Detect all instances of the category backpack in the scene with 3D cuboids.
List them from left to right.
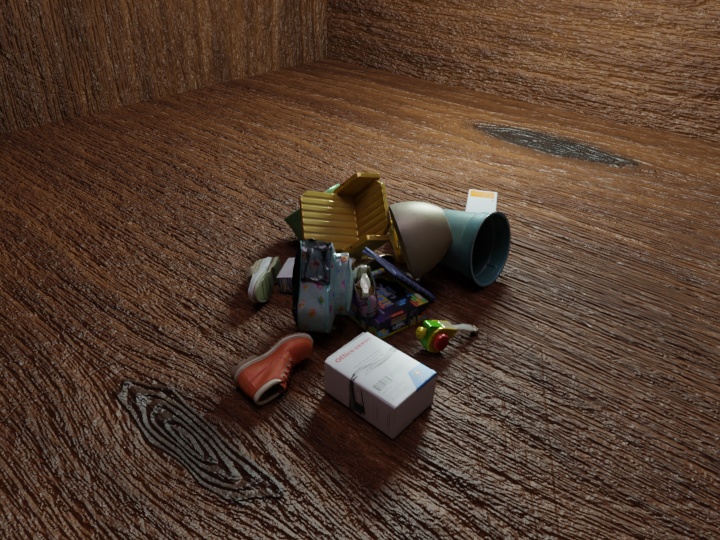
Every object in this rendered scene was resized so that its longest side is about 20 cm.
[{"bbox_3d":[-0.092,0.048,1.448,0.148,0.207,0.176,10,-14,0],"label":"backpack"}]

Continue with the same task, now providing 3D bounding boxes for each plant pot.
[{"bbox_3d":[0.166,-0.096,1.597,0.131,0.205,0.202,-20,32,0],"label":"plant pot"},{"bbox_3d":[0.287,-0.081,1.702,0.197,0.207,0.193,-26,32,-38],"label":"plant pot"}]

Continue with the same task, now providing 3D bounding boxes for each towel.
[{"bbox_3d":[0.100,0.014,1.574,0.198,0.024,0.144,31,6,-47],"label":"towel"}]

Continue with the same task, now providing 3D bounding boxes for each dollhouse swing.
[{"bbox_3d":[-0.045,-0.157,1.639,0.172,0.180,0.207,11,62,-38],"label":"dollhouse swing"}]

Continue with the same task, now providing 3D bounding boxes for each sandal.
[{"bbox_3d":[0.000,-0.005,1.660,0.209,0.080,0.069,-29,47,-33],"label":"sandal"}]

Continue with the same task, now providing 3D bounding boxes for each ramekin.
[{"bbox_3d":[-0.123,-0.164,1.818,0.196,0.099,0.200,-32,7,4],"label":"ramekin"}]

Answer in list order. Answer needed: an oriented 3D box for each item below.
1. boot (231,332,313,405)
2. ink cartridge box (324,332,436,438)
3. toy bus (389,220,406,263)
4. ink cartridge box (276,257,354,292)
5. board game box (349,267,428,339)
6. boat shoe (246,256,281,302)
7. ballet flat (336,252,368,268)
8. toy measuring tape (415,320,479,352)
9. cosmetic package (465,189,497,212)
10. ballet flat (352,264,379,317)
[{"bbox_3d":[-0.167,0.213,1.304,0.197,0.077,0.106,-29,44,-28],"label":"boot"},{"bbox_3d":[0.038,0.231,1.261,0.197,0.087,0.143,27,38,34],"label":"ink cartridge box"},{"bbox_3d":[0.128,-0.087,1.799,0.063,0.081,0.202,-1,31,-6],"label":"toy bus"},{"bbox_3d":[-0.116,0.012,1.630,0.193,0.052,0.110,0,30,13],"label":"ink cartridge box"},{"bbox_3d":[0.050,0.079,1.543,0.162,0.058,0.199,-18,36,-32],"label":"board game box"},{"bbox_3d":[-0.267,0.026,1.610,0.066,0.077,0.201,0,23,9],"label":"boat shoe"},{"bbox_3d":[-0.070,-0.034,1.709,0.193,0.073,0.065,-8,2,0],"label":"ballet flat"},{"bbox_3d":[0.200,0.158,1.434,0.195,0.076,0.073,8,21,-39],"label":"toy measuring tape"},{"bbox_3d":[0.393,-0.190,1.992,0.098,0.073,0.202,7,32,10],"label":"cosmetic package"},{"bbox_3d":[0.009,0.033,1.494,0.067,0.073,0.202,-5,31,-6],"label":"ballet flat"}]
